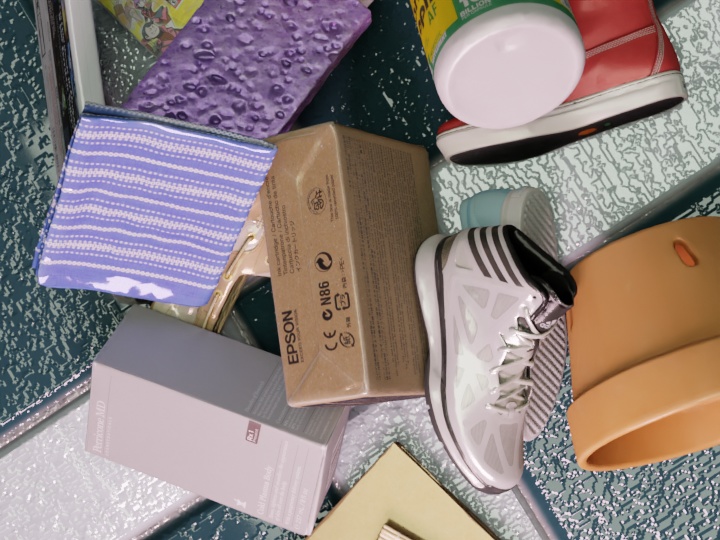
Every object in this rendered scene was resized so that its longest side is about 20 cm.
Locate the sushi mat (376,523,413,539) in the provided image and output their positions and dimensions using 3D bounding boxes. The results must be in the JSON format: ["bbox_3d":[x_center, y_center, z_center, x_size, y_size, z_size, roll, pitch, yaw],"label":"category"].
[{"bbox_3d":[0.084,0.292,1.251,0.199,0.012,0.096,29,93,5],"label":"sushi mat"}]

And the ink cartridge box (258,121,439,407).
[{"bbox_3d":[0.000,0.000,1.195,0.075,0.164,0.202,-12,81,25],"label":"ink cartridge box"}]

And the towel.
[{"bbox_3d":[-0.156,-0.040,1.156,0.144,0.200,0.024,10,52,-16],"label":"towel"}]

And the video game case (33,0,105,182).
[{"bbox_3d":[-0.228,-0.150,1.242,0.023,0.182,0.202,-7,89,-18],"label":"video game case"}]

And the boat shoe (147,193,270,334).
[{"bbox_3d":[-0.092,-0.017,1.273,0.069,0.074,0.200,38,106,3],"label":"boat shoe"}]

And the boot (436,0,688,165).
[{"bbox_3d":[0.142,-0.171,1.239,0.198,0.072,0.145,-18,80,8],"label":"boot"}]

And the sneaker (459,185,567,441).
[{"bbox_3d":[0.113,0.033,1.249,0.081,0.074,0.202,3,96,39],"label":"sneaker"}]

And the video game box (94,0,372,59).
[{"bbox_3d":[-0.092,-0.238,1.270,0.182,0.047,0.200,44,101,9],"label":"video game box"}]

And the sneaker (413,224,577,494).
[{"bbox_3d":[0.108,0.063,1.159,0.115,0.075,0.202,-15,86,45],"label":"sneaker"}]

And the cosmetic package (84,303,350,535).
[{"bbox_3d":[-0.113,0.117,1.249,0.198,0.090,0.107,16,129,7],"label":"cosmetic package"}]

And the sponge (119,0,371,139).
[{"bbox_3d":[-0.092,-0.151,1.204,0.111,0.030,0.201,37,84,4],"label":"sponge"}]

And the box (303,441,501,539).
[{"bbox_3d":[0.020,0.266,1.277,0.163,0.021,0.200,43,96,6],"label":"box"}]

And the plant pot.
[{"bbox_3d":[0.238,0.051,1.168,0.199,0.200,0.141,-18,71,8],"label":"plant pot"}]

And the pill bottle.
[{"bbox_3d":[0.092,-0.214,1.183,0.112,0.113,0.201,-19,51,8],"label":"pill bottle"}]

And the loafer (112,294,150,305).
[{"bbox_3d":[-0.157,-0.059,1.262,0.069,0.070,0.201,24,115,21],"label":"loafer"}]
